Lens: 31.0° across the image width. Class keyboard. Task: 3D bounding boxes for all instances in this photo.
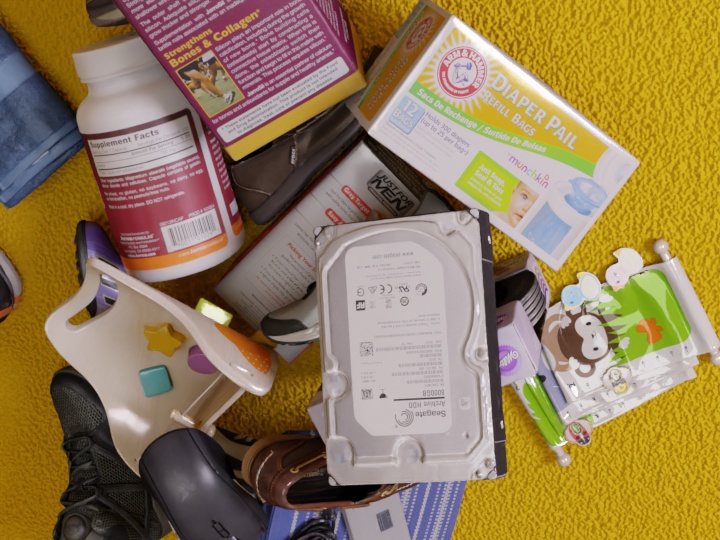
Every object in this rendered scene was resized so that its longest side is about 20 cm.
[{"bbox_3d":[0.015,0.234,1.200,0.056,0.011,0.202,-24,121,-17],"label":"keyboard"}]

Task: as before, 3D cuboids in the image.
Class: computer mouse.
[{"bbox_3d":[-0.094,0.205,1.115,0.139,0.046,0.201,-27,122,-5],"label":"computer mouse"}]

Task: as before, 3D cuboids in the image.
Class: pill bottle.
[{"bbox_3d":[-0.177,-0.102,1.120,0.112,0.113,0.202,-10,107,15],"label":"pill bottle"}]

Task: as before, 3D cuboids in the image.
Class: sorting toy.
[{"bbox_3d":[-0.182,0.068,1.128,0.179,0.107,0.200,35,134,-11],"label":"sorting toy"}]

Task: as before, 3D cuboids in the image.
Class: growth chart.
[{"bbox_3d":[0.219,0.071,1.154,0.199,0.018,0.145,-35,99,20],"label":"growth chart"}]

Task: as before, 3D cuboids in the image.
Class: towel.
[{"bbox_3d":[-0.343,-0.163,1.166,0.111,0.049,0.201,-35,100,21],"label":"towel"},{"bbox_3d":[0.004,0.209,1.201,0.198,0.024,0.146,3,114,-24],"label":"towel"}]

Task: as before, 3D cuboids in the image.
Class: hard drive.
[{"bbox_3d":[0.036,0.060,0.988,0.138,0.038,0.203,-5,85,22],"label":"hard drive"}]

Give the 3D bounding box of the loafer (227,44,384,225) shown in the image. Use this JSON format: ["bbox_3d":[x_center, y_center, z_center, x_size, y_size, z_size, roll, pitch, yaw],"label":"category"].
[{"bbox_3d":[-0.045,-0.123,1.104,0.071,0.073,0.200,44,112,-6],"label":"loafer"}]

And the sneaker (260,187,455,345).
[{"bbox_3d":[0.000,0.000,1.084,0.199,0.074,0.080,-29,96,13],"label":"sneaker"}]

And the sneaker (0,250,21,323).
[{"bbox_3d":[-0.402,-0.025,1.196,0.077,0.112,0.200,-38,99,22],"label":"sneaker"}]

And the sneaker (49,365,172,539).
[{"bbox_3d":[-0.258,0.195,1.246,0.076,0.114,0.201,-11,107,32],"label":"sneaker"}]

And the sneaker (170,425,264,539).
[{"bbox_3d":[-0.102,0.178,1.233,0.198,0.130,0.080,-28,131,-15],"label":"sneaker"}]

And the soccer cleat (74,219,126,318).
[{"bbox_3d":[-0.212,0.041,1.213,0.072,0.068,0.202,-16,107,0],"label":"soccer cleat"}]

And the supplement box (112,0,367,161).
[{"bbox_3d":[-0.100,-0.209,1.005,0.130,0.104,0.201,-26,125,13],"label":"supplement box"}]

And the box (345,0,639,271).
[{"bbox_3d":[0.102,-0.110,1.025,0.199,0.101,0.113,33,101,-20],"label":"box"}]

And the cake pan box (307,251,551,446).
[{"bbox_3d":[0.067,0.066,1.093,0.198,0.184,0.053,-24,104,20],"label":"cake pan box"}]

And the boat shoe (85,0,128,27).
[{"bbox_3d":[-0.147,-0.271,1.079,0.198,0.074,0.074,-27,93,11],"label":"boat shoe"}]

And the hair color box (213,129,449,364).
[{"bbox_3d":[-0.026,-0.022,1.146,0.102,0.061,0.200,45,114,-8],"label":"hair color box"}]

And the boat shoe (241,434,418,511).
[{"bbox_3d":[-0.002,0.172,1.108,0.070,0.198,0.071,20,111,52],"label":"boat shoe"}]
